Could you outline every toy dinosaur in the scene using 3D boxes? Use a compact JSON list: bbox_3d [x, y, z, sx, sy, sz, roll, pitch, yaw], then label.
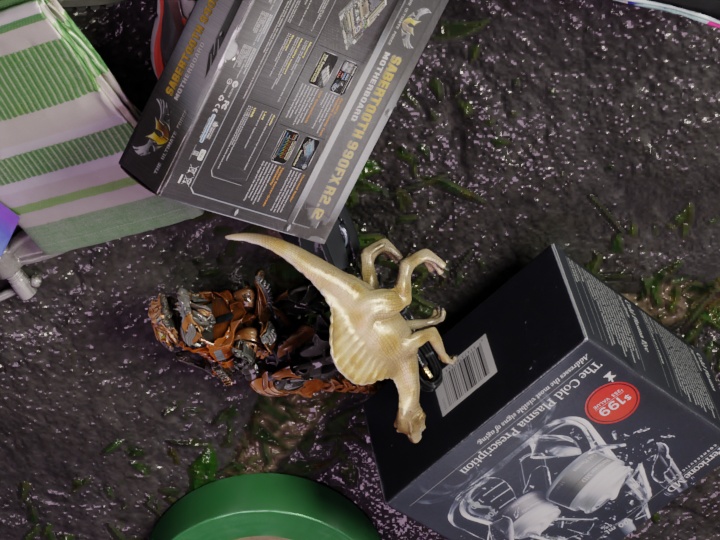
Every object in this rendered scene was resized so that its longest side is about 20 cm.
[{"bbox_3d":[0.007,0.024,1.284,0.200,0.101,0.058,52,151,-16],"label":"toy dinosaur"},{"bbox_3d":[-0.054,0.046,1.379,0.135,0.103,0.199,-33,158,35],"label":"toy dinosaur"}]

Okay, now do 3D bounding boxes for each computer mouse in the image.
[{"bbox_3d":[0.000,0.000,1.332,0.034,0.059,0.200,-31,103,32],"label":"computer mouse"}]

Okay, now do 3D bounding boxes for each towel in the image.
[{"bbox_3d":[-0.206,-0.093,1.251,0.152,0.024,0.200,-13,134,29],"label":"towel"}]

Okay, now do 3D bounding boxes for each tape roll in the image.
[{"bbox_3d":[-0.077,0.254,1.525,0.199,0.048,0.202,-1,124,-1],"label":"tape roll"}]

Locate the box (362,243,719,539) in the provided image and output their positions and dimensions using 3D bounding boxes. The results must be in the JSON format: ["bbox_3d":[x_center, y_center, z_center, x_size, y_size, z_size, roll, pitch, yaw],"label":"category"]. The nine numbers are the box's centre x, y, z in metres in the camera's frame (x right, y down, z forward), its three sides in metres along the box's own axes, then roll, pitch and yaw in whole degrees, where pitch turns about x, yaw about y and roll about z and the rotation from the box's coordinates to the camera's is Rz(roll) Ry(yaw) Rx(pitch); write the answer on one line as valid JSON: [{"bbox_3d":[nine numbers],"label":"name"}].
[{"bbox_3d":[0.138,0.113,1.388,0.182,0.104,0.200,32,118,-34],"label":"box"}]

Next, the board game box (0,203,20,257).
[{"bbox_3d":[-0.352,-0.050,1.296,0.200,0.045,0.134,38,129,-20],"label":"board game box"}]

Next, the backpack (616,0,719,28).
[{"bbox_3d":[0.215,-0.242,1.147,0.199,0.151,0.178,18,124,-5],"label":"backpack"}]

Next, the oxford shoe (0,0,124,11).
[{"bbox_3d":[-0.235,-0.217,1.200,0.199,0.073,0.085,14,113,-15],"label":"oxford shoe"}]

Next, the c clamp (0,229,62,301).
[{"bbox_3d":[-0.262,-0.060,1.326,0.170,0.027,0.201,-19,122,11],"label":"c clamp"}]

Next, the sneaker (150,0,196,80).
[{"bbox_3d":[-0.097,-0.183,1.207,0.077,0.082,0.201,-22,130,-16],"label":"sneaker"}]

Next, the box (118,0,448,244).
[{"bbox_3d":[-0.043,-0.127,1.201,0.158,0.048,0.201,14,107,-49],"label":"box"}]
